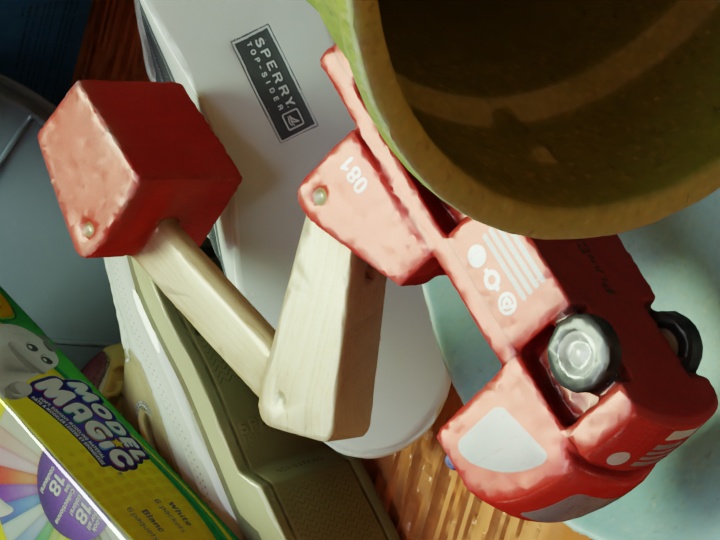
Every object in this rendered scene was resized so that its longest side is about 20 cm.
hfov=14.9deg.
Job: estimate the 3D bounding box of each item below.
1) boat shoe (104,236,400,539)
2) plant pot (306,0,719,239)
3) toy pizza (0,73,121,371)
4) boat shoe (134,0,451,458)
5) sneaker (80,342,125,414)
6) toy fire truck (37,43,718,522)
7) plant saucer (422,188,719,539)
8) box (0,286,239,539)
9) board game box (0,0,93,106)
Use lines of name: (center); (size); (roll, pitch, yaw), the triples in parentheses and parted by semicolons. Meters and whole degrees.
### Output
boat shoe: (-0.051, 0.047, 0.916); (0.068, 0.074, 0.201); (-37, 65, 38)
plant pot: (0.020, -0.138, 0.664); (0.184, 0.199, 0.202); (35, 118, 41)
toy pizza: (-0.168, 0.018, 0.997); (0.032, 0.199, 0.202); (-94, 13, -76)
boat shoe: (-0.027, -0.033, 0.895); (0.068, 0.071, 0.201); (124, 122, -79)
sneaker: (-0.101, 0.124, 0.979); (0.090, 0.075, 0.202); (5, 95, 44)
toy fire truck: (0.000, 0.000, 0.785); (0.141, 0.049, 0.201); (-44, 65, 31)
plant saucer: (0.093, -0.022, 0.769); (0.200, 0.038, 0.203); (5, 96, 50)
box: (-0.112, 0.094, 0.906); (0.200, 0.048, 0.118); (45, 123, 30)
board game box: (-0.150, -0.180, 0.989); (0.200, 0.056, 0.197); (117, 136, -58)
